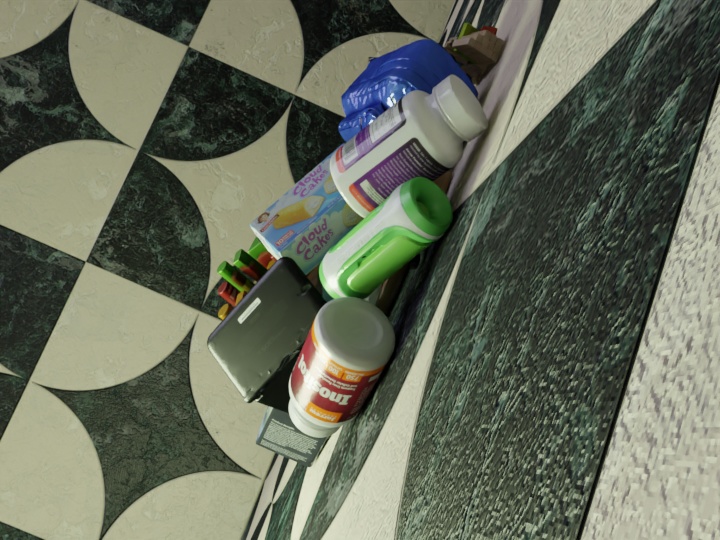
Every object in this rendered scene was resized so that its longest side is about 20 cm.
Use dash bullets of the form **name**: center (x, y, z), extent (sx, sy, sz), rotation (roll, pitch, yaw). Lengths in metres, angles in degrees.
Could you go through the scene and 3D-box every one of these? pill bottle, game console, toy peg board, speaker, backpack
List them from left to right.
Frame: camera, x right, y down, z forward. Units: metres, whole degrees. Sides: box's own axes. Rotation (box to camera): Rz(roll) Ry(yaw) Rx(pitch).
- **toy peg board**: center (-0.161, 0.035, 1.335), extent (0.199, 0.098, 0.201), rotation (-33, 33, 29)
- **game console**: center (-0.099, 0.104, 1.223), extent (0.200, 0.176, 0.116), rotation (-46, -15, 20)
- **pill bottle**: center (-0.034, 0.140, 1.118), extent (0.114, 0.111, 0.201), rotation (-70, 3, -46)
- **speaker**: center (0.029, -0.035, 1.069), extent (0.200, 0.088, 0.089), rotation (-40, 21, 39)
- **backpack**: center (0.076, -0.242, 1.256), extent (0.199, 0.162, 0.169), rotation (-8, 46, 57)
- **pill bottle**: center (0.065, -0.163, 1.074), extent (0.199, 0.112, 0.112), rotation (-34, 20, 27)

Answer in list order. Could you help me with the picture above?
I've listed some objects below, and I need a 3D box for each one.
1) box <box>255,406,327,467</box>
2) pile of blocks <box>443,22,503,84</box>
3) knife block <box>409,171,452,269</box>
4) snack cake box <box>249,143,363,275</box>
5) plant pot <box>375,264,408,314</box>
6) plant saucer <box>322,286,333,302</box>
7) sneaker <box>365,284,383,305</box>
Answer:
- **box**: center (-0.089, 0.210, 1.491), extent (0.199, 0.122, 0.202), rotation (118, 174, -47)
- **pile of blocks**: center (0.174, -0.354, 1.297), extent (0.200, 0.081, 0.063), rotation (163, 130, -87)
- **knife block**: center (0.070, -0.067, 1.214), extent (0.200, 0.063, 0.178), rotation (125, 168, -72)
- **snack cake box**: center (-0.059, -0.092, 1.247), extent (0.200, 0.067, 0.115), rotation (-42, 41, -8)
- **plant pot**: center (0.051, 0.010, 1.362), extent (0.200, 0.027, 0.203), rotation (-158, 89, -87)
- **plant saucer**: center (-0.038, 0.079, 1.294), extent (0.070, 0.019, 0.204), rotation (3, -92, -65)
- **sneaker**: center (0.000, 0.000, 1.300), extent (0.073, 0.083, 0.203), rotation (-168, 98, -85)
